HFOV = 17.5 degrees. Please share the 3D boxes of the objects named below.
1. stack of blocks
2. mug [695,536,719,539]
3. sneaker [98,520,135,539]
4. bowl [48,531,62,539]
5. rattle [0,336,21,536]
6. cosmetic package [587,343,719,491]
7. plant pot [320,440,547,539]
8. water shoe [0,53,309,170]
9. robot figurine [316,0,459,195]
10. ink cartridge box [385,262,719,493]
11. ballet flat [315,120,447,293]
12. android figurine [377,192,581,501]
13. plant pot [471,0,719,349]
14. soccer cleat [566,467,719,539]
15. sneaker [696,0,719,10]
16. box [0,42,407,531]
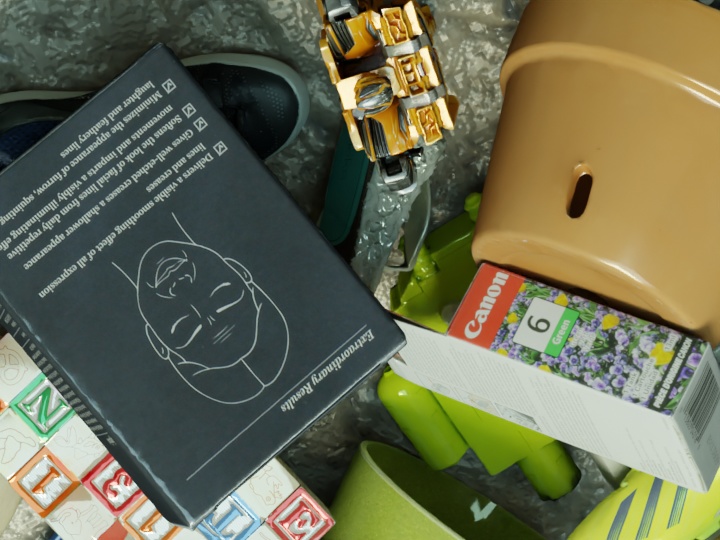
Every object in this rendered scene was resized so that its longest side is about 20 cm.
[{"bbox_3d":[-0.123,0.104,1.294,0.115,0.059,0.200,-44,96,-2],"label":"stack of blocks"},{"bbox_3d":[0.272,0.206,1.424,0.186,0.149,0.154,-14,107,-4],"label":"mug"},{"bbox_3d":[-0.122,0.069,1.357,0.093,0.070,0.200,19,96,-9],"label":"sneaker"},{"bbox_3d":[-0.108,0.210,1.456,0.200,0.039,0.201,-1,114,-3],"label":"bowl"},{"bbox_3d":[-0.198,0.108,1.392,0.143,0.130,0.200,34,82,-28],"label":"rattle"},{"bbox_3d":[0.219,0.055,1.356,0.200,0.073,0.104,-33,125,-1],"label":"cosmetic package"},{"bbox_3d":[0.024,0.234,1.370,0.187,0.187,0.200,32,95,-16],"label":"plant pot"},{"bbox_3d":[-0.125,-0.069,1.308,0.199,0.079,0.072,-10,115,1],"label":"water shoe"},{"bbox_3d":[0.010,-0.126,1.223,0.058,0.200,0.145,-18,115,5],"label":"robot figurine"},{"bbox_3d":[0.098,0.048,1.259,0.050,0.200,0.109,-61,152,-16],"label":"ink cartridge box"},{"bbox_3d":[0.000,0.000,1.322,0.072,0.072,0.201,22,84,-13],"label":"ballet flat"},{"bbox_3d":[0.097,0.042,1.393,0.182,0.041,0.200,-29,114,10],"label":"android figurine"},{"bbox_3d":[0.150,-0.041,1.246,0.200,0.200,0.140,32,72,-16],"label":"plant pot"},{"bbox_3d":[0.190,0.102,1.302,0.200,0.065,0.084,-31,95,2],"label":"soccer cleat"},{"bbox_3d":[0.153,-0.146,1.296,0.200,0.067,0.091,25,108,-16],"label":"sneaker"},{"bbox_3d":[-0.100,0.010,1.210,0.148,0.107,0.200,-40,92,-11],"label":"box"}]
